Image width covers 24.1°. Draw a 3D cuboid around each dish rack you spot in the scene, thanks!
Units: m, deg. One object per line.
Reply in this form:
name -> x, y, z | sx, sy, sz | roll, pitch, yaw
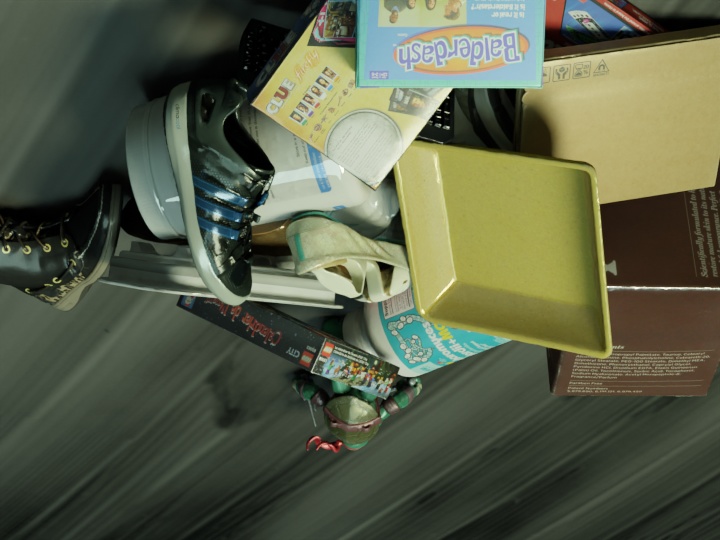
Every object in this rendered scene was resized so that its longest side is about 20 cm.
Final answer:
dish rack -> -0.131, 0.004, 1.590 | 0.199, 0.044, 0.171 | 7, 179, -34

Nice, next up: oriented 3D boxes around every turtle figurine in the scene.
turtle figurine -> -0.003, 0.141, 1.915 | 0.149, 0.101, 0.201 | 2, 140, -3

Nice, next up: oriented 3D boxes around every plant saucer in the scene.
plant saucer -> 0.134, -0.031, 1.502 | 0.199, 0.048, 0.201 | 11, 128, 29

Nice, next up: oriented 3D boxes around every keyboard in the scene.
keyboard -> -0.006, -0.179, 1.441 | 0.199, 0.105, 0.040 | 15, 139, -19

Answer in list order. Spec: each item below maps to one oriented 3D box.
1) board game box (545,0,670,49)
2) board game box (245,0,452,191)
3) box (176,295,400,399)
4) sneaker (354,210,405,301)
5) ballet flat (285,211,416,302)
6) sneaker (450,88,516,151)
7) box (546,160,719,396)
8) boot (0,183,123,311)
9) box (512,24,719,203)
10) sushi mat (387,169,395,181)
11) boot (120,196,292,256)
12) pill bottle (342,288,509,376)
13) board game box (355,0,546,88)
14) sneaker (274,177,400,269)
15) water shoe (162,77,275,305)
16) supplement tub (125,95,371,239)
board game box -> 0.215, -0.194, 1.494 | 0.199, 0.020, 0.103 | 26, 138, -33
board game box -> 0.018, -0.184, 1.382 | 0.135, 0.035, 0.200 | 34, 102, -22
box -> -0.074, 0.067, 1.726 | 0.199, 0.038, 0.136 | 23, 179, 37
sneaker -> 0.066, -0.020, 1.685 | 0.104, 0.076, 0.200 | 7, 152, -23
ballet flat -> 0.000, 0.000, 1.551 | 0.067, 0.063, 0.199 | -23, 155, 34
sneaker -> 0.109, -0.102, 1.570 | 0.115, 0.076, 0.201 | -8, 135, 26
box -> 0.272, 0.006, 1.655 | 0.163, 0.167, 0.201 | 1, 146, -2
boot -> -0.328, -0.035, 1.672 | 0.150, 0.074, 0.200 | 15, 148, -22
box -> 0.232, -0.131, 1.499 | 0.199, 0.021, 0.164 | -9, 129, -12
sushi mat -> 0.075, -0.103, 1.629 | 0.199, 0.012, 0.096 | -15, 144, 20
boot -> -0.143, -0.041, 1.631 | 0.199, 0.074, 0.076 | 2, 148, 28
pill bottle -> 0.080, 0.043, 1.754 | 0.199, 0.111, 0.111 | -23, 140, 29
board game box -> 0.070, -0.243, 1.312 | 0.151, 0.045, 0.201 | 0, 112, -1
sneaker -> -0.036, -0.056, 1.646 | 0.080, 0.071, 0.200 | 34, 144, -17
water shoe -> -0.109, -0.064, 1.425 | 0.078, 0.072, 0.201 | -8, 113, 14
supplement tub -> -0.097, -0.107, 1.517 | 0.199, 0.133, 0.132 | -9, 145, 12
